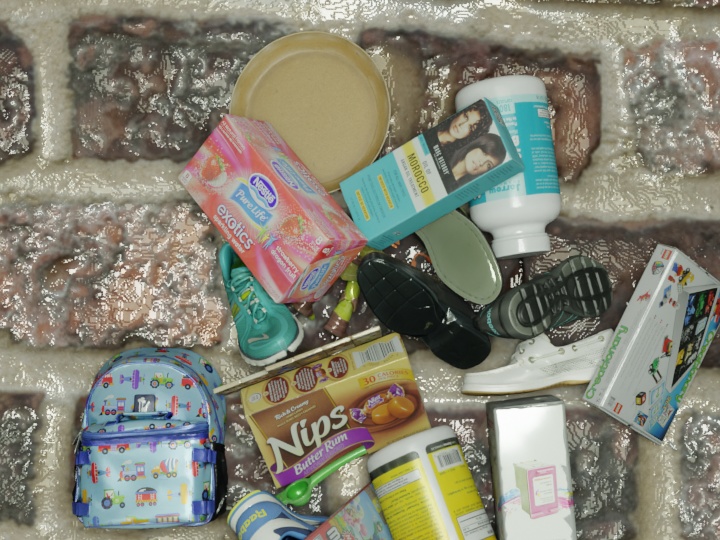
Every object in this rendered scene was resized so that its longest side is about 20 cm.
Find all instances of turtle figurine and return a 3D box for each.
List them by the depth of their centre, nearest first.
[{"bbox_3d":[0.000,0.000,1.403,0.198,0.064,0.163,33,87,3],"label":"turtle figurine"}]

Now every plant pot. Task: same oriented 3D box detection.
[{"bbox_3d":[-0.060,-0.186,1.427,0.196,0.027,0.204,-1,81,6],"label":"plant pot"}]

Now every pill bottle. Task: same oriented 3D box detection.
[{"bbox_3d":[0.089,0.289,1.343,0.111,0.113,0.203,-21,76,-1],"label":"pill bottle"},{"bbox_3d":[0.176,-0.118,1.387,0.109,0.111,0.204,-8,85,0],"label":"pill bottle"}]

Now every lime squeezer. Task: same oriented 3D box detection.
[{"bbox_3d":[-0.067,0.277,1.366,0.070,0.038,0.202,28,103,-4],"label":"lime squeezer"}]

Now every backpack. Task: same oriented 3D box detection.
[{"bbox_3d":[-0.240,0.189,1.360,0.179,0.135,0.204,2,83,0],"label":"backpack"}]

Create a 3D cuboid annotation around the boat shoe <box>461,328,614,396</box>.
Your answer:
[{"bbox_3d":[0.210,0.106,1.394,0.196,0.071,0.071,-8,85,-9],"label":"boat shoe"}]

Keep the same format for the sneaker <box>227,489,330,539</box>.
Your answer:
[{"bbox_3d":[-0.062,0.316,1.326,0.199,0.082,0.074,29,100,-39],"label":"sneaker"}]

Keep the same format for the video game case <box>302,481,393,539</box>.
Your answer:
[{"bbox_3d":[0.012,0.330,1.321,0.017,0.199,0.144,-33,86,28],"label":"video game case"}]

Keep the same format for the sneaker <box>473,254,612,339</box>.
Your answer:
[{"bbox_3d":[0.214,0.033,1.374,0.198,0.079,0.077,-13,85,-39],"label":"sneaker"}]

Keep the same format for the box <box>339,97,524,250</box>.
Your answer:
[{"bbox_3d":[0.079,-0.106,1.335,0.198,0.049,0.083,-30,70,20],"label":"box"}]

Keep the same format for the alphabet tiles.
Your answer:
[{"bbox_3d":[-0.068,0.105,1.345,0.197,0.167,0.008,-21,83,-1],"label":"alphabet tiles"}]

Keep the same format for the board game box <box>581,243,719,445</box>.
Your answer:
[{"bbox_3d":[0.348,0.087,1.375,0.125,0.034,0.202,30,85,-35],"label":"board game box"}]

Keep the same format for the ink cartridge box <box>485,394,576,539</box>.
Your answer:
[{"bbox_3d":[0.193,0.247,1.343,0.083,0.145,0.204,-3,86,2],"label":"ink cartridge box"}]

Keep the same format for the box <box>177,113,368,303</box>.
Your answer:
[{"bbox_3d":[-0.099,-0.070,1.339,0.103,0.094,0.201,-47,69,20],"label":"box"}]

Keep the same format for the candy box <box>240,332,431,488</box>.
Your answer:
[{"bbox_3d":[-0.028,0.162,1.370,0.197,0.057,0.118,-20,123,-2],"label":"candy box"}]

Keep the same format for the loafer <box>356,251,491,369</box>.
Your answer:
[{"bbox_3d":[0.069,0.036,1.363,0.072,0.073,0.199,-36,122,23],"label":"loafer"}]

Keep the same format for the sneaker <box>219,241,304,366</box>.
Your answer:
[{"bbox_3d":[-0.123,0.037,1.340,0.077,0.201,0.080,-29,127,-4],"label":"sneaker"}]

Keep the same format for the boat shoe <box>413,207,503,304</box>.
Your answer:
[{"bbox_3d":[0.103,-0.043,1.382,0.072,0.060,0.202,-46,69,17],"label":"boat shoe"}]
